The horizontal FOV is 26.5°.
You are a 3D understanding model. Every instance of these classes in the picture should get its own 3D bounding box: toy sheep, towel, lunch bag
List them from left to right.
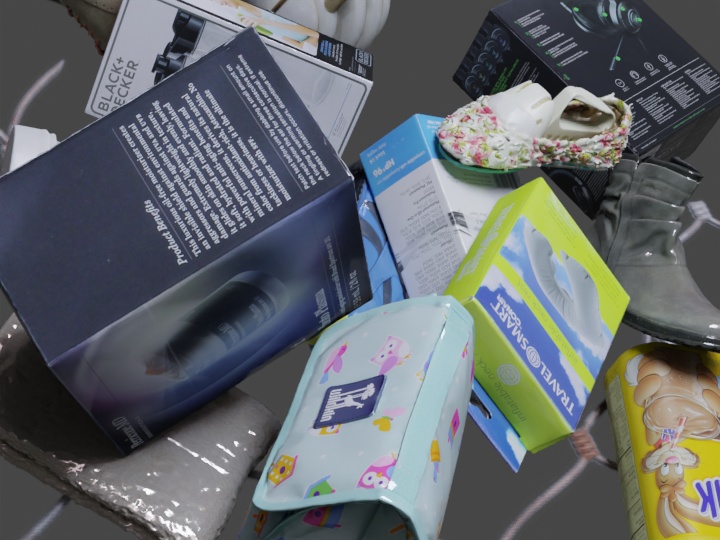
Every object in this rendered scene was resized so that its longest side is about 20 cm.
[{"bbox_3d":[-0.163,0.099,1.014,0.199,0.035,0.133,32,47,-1],"label":"towel"},{"bbox_3d":[-0.037,-0.232,1.279,0.138,0.138,0.199,45,39,13],"label":"toy sheep"},{"bbox_3d":[0.001,0.126,0.958,0.121,0.201,0.171,27,47,-4],"label":"lunch bag"}]

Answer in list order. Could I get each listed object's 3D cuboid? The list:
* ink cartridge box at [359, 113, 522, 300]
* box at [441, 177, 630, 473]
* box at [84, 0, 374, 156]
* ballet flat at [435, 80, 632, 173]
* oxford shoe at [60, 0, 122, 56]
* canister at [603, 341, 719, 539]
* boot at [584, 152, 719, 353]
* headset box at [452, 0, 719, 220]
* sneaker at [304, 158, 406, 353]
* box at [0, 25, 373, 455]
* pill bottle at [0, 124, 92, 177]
[{"bbox_3d":[0.086,-0.011,1.167,0.115,0.068,0.202,3,63,-50],"label":"ink cartridge box"},{"bbox_3d":[0.119,0.033,1.078,0.122,0.047,0.200,52,36,-13],"label":"box"},{"bbox_3d":[-0.101,-0.144,1.180,0.198,0.117,0.060,22,27,-10],"label":"box"},{"bbox_3d":[0.138,-0.115,1.176,0.199,0.064,0.076,-5,45,-45],"label":"ballet flat"},{"bbox_3d":[-0.211,-0.212,1.221,0.198,0.076,0.070,16,4,10],"label":"oxford shoe"},{"bbox_3d":[0.261,0.161,1.140,0.147,0.087,0.202,12,47,-18],"label":"canister"},{"bbox_3d":[0.236,-0.020,1.188,0.067,0.132,0.200,13,11,-32],"label":"boot"},{"bbox_3d":[0.206,-0.172,1.378,0.200,0.093,0.173,46,48,15],"label":"headset box"},{"bbox_3d":[0.000,0.000,1.164,0.078,0.066,0.201,36,38,-26],"label":"sneaker"},{"bbox_3d":[-0.107,-0.008,0.922,0.197,0.200,0.124,-31,70,-7],"label":"box"},{"bbox_3d":[-0.154,-0.040,1.078,0.198,0.111,0.112,12,49,-18],"label":"pill bottle"}]
